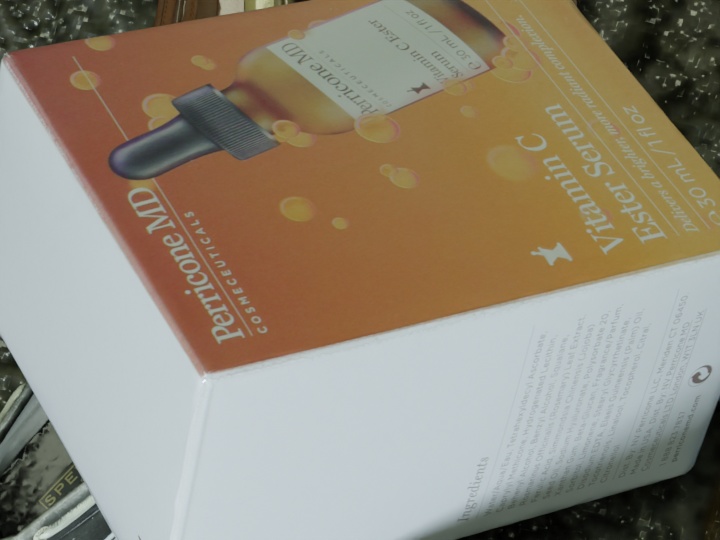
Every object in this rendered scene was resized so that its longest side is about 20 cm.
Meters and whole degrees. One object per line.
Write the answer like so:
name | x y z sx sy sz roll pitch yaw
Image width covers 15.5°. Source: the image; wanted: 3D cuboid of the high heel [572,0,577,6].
high heel | 0.021 -0.177 0.973 0.096 0.067 0.201 -7 73 1

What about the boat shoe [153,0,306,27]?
boat shoe | -0.054 -0.150 0.984 0.067 0.072 0.201 -6 73 11

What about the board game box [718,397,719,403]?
board game box | 0.211 0.057 0.861 0.158 0.039 0.201 -29 69 18

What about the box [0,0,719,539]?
box | 0.000 0.000 0.836 0.199 0.107 0.152 -13 48 -27

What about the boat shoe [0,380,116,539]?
boat shoe | -0.066 0.027 0.931 0.071 0.064 0.200 34 83 22
